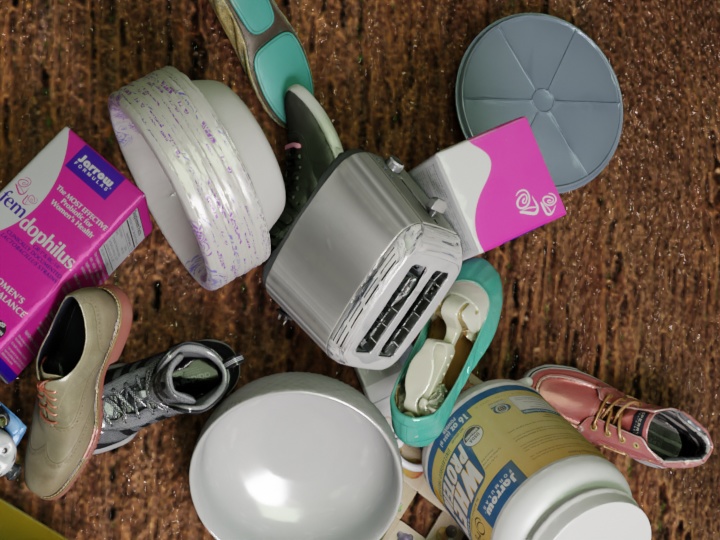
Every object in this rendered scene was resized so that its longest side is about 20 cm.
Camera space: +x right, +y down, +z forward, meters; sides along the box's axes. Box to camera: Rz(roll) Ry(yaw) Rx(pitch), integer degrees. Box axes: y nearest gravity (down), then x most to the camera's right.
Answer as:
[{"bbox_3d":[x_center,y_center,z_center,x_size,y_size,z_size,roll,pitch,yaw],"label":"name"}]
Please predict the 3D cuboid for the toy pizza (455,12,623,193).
[{"bbox_3d":[0.193,-0.180,1.263,0.197,0.032,0.203,3,81,-16],"label":"toy pizza"}]

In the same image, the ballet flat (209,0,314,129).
[{"bbox_3d":[-0.104,-0.237,1.165,0.070,0.071,0.201,-36,123,-17],"label":"ballet flat"}]

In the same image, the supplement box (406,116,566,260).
[{"bbox_3d":[0.101,-0.066,1.133,0.100,0.200,0.104,-23,88,-17],"label":"supplement box"}]

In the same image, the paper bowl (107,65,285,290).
[{"bbox_3d":[-0.143,-0.092,1.069,0.104,0.201,0.202,-31,91,-16],"label":"paper bowl"}]

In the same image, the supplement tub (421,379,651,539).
[{"bbox_3d":[0.159,0.207,1.070,0.143,0.200,0.146,-11,119,-21],"label":"supplement tub"}]

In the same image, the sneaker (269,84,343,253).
[{"bbox_3d":[-0.064,-0.078,1.148,0.098,0.071,0.202,-19,99,-20],"label":"sneaker"}]

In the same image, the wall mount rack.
[{"bbox_3d":[0.065,0.093,1.160,0.172,0.074,0.202,-23,89,-19],"label":"wall mount rack"}]

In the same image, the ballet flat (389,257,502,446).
[{"bbox_3d":[0.083,0.068,1.087,0.067,0.071,0.202,19,71,18],"label":"ballet flat"}]

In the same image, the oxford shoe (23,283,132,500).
[{"bbox_3d":[-0.266,0.107,1.018,0.070,0.075,0.203,18,95,23],"label":"oxford shoe"}]

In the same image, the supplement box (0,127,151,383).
[{"bbox_3d":[-0.294,-0.013,1.055,0.101,0.103,0.200,38,73,5],"label":"supplement box"}]

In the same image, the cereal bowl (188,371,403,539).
[{"bbox_3d":[-0.059,0.179,1.094,0.197,0.084,0.203,0,115,0],"label":"cereal bowl"}]

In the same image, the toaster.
[{"bbox_3d":[0.000,0.000,1.063,0.113,0.129,0.201,17,114,-51],"label":"toaster"}]

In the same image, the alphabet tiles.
[{"bbox_3d":[0.063,0.189,1.188,0.167,0.008,0.201,37,74,-7],"label":"alphabet tiles"}]

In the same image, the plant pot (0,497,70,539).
[{"bbox_3d":[-0.365,0.288,0.950,0.198,0.200,0.178,28,93,9],"label":"plant pot"}]

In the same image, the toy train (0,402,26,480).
[{"bbox_3d":[-0.341,0.128,0.990,0.114,0.200,0.087,44,73,-17],"label":"toy train"}]

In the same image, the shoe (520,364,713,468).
[{"bbox_3d":[0.266,0.150,1.204,0.198,0.091,0.072,25,76,-11],"label":"shoe"}]

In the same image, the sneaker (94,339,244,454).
[{"bbox_3d":[-0.200,0.113,1.070,0.198,0.114,0.076,-21,88,-17],"label":"sneaker"}]
